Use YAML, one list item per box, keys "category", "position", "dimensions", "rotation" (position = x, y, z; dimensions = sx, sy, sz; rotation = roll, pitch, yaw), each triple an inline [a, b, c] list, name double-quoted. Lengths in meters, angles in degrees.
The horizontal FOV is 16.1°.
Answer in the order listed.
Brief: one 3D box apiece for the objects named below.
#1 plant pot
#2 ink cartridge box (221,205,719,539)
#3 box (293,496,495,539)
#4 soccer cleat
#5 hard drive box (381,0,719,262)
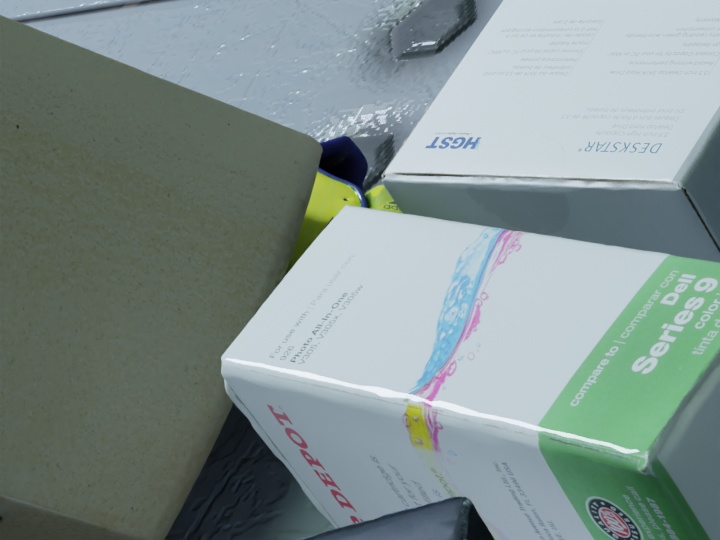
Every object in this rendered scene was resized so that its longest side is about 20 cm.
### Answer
- category: "plant pot"
  position: [-0.155, 0.029, 1.025]
  dimensions: [0.200, 0.200, 0.177]
  rotation: [-30, 48, 51]
- category: "ink cartridge box"
  position: [0.070, 0.064, 0.845]
  dimensions: [0.200, 0.145, 0.088]
  rotation: [8, 52, 47]
- category: "box"
  position: [0.012, 0.205, 0.675]
  dimensions: [0.124, 0.197, 0.200]
  rotation: [-19, 37, 23]
- category: "soccer cleat"
  position: [-0.001, -0.001, 1.063]
  dimensions: [0.084, 0.065, 0.200]
  rotation: [-35, 33, -1]
- category: "hard drive box"
  position: [0.127, -0.081, 1.038]
  dimensions: [0.156, 0.077, 0.200]
  rotation: [5, 50, 45]
